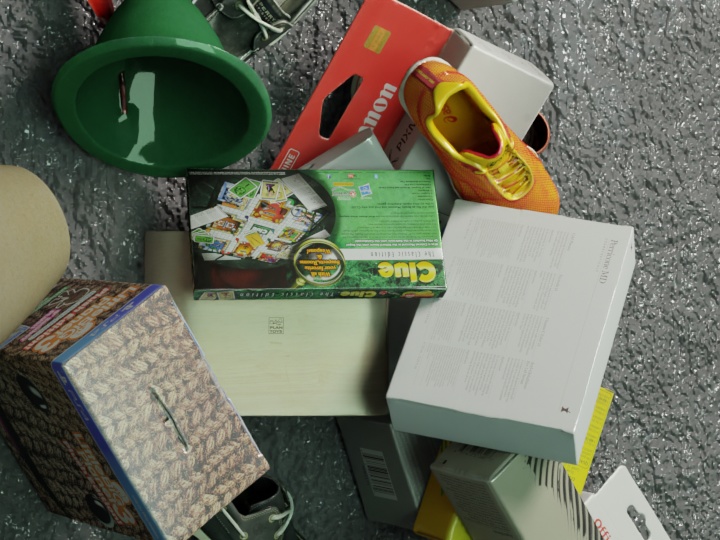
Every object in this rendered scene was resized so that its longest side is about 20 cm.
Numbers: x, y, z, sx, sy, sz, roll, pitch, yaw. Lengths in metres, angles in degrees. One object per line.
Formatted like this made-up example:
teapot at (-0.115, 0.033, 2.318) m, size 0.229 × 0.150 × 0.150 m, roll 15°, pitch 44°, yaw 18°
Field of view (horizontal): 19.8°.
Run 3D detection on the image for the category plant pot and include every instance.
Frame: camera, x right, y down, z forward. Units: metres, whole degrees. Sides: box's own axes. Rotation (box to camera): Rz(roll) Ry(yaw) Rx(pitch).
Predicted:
plant pot at (-0.305, 0.002, 1.447) m, size 0.199 × 0.186 × 0.189 m, roll -27°, pitch 107°, yaw -44°

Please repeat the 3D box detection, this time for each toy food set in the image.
toy food set at (-0.072, 0.042, 1.640) m, size 0.198 × 0.060 × 0.145 m, roll 0°, pitch 91°, yaw -13°

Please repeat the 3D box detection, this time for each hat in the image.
hat at (-0.153, -0.198, 1.581) m, size 0.200 × 0.164 × 0.177 m, roll 67°, pitch 18°, yaw -56°

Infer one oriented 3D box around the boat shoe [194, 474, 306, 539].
boat shoe at (-0.083, 0.199, 1.641) m, size 0.200 × 0.067 × 0.072 m, roll 46°, pitch 25°, yaw -31°

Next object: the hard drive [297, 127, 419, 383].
hard drive at (0.000, 0.000, 1.687) m, size 0.131 × 0.026 × 0.201 m, roll -30°, pitch 115°, yaw 2°

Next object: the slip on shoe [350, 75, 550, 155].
slip on shoe at (0.079, -0.138, 1.756) m, size 0.199 × 0.061 × 0.075 m, roll 17°, pitch 84°, yaw -32°

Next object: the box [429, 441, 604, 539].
box at (0.141, 0.214, 1.644) m, size 0.068 × 0.082 × 0.201 m, roll -43°, pitch 119°, yaw -24°

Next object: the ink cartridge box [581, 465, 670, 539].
ink cartridge box at (0.179, 0.275, 1.834) m, size 0.200 × 0.068 × 0.116 m, roll -44°, pitch 114°, yaw -24°

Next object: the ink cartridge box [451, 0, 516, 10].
ink cartridge box at (0.074, -0.337, 1.732) m, size 0.200 × 0.083 × 0.147 m, roll 37°, pitch 71°, yaw -29°

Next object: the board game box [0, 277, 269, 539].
board game box at (-0.185, 0.099, 1.503) m, size 0.097 × 0.199 × 0.160 m, roll -38°, pitch 111°, yaw -27°

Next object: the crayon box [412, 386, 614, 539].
crayon box at (0.122, 0.172, 1.705) m, size 0.126 × 0.051 × 0.202 m, roll 25°, pitch 81°, yaw -35°

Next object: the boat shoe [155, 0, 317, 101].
boat shoe at (-0.085, -0.212, 1.634) m, size 0.072 × 0.071 × 0.200 m, roll 48°, pitch 71°, yaw -27°

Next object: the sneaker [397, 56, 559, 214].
sneaker at (0.100, -0.087, 1.654) m, size 0.073 × 0.077 × 0.200 m, roll -46°, pitch 129°, yaw 3°

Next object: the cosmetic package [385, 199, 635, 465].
cosmetic package at (0.121, 0.045, 1.616) m, size 0.052 × 0.149 × 0.201 m, roll 74°, pitch 30°, yaw -51°

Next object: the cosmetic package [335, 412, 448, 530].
cosmetic package at (0.089, 0.128, 1.760) m, size 0.199 × 0.090 × 0.108 m, roll -27°, pitch 107°, yaw -33°

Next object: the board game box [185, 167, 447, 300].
board game box at (-0.035, -0.029, 1.604) m, size 0.198 × 0.024 × 0.106 m, roll 0°, pitch 64°, yaw -12°

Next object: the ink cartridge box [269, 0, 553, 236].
ink cartridge box at (0.037, -0.106, 1.689) m, size 0.175 × 0.045 × 0.201 m, roll 21°, pitch 107°, yaw -33°
